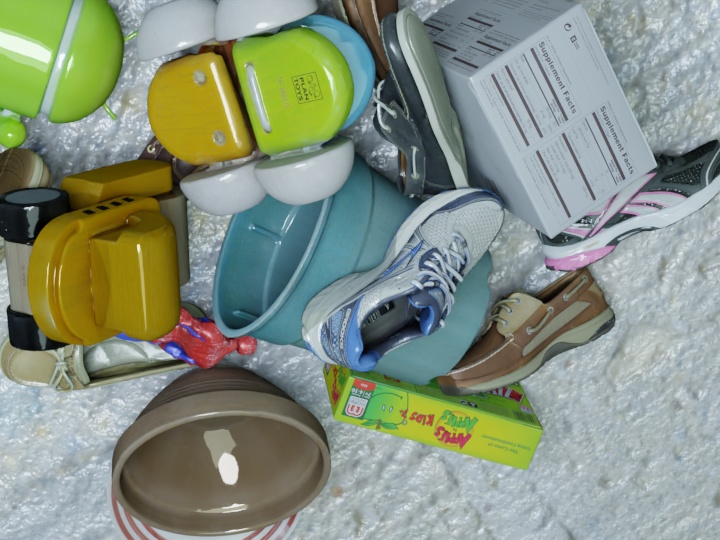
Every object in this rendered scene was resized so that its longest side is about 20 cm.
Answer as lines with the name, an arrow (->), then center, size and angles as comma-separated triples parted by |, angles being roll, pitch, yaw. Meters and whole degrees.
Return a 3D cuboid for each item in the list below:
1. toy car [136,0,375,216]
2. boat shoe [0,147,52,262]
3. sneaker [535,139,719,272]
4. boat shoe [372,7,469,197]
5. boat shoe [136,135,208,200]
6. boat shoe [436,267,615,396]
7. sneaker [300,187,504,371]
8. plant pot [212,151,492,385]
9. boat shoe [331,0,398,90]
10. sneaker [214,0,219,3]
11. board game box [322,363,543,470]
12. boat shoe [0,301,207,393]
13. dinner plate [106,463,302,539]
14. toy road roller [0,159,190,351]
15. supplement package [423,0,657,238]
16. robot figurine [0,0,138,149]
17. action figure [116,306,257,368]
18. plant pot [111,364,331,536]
toy car -> -0.073, -0.148, 1.132 | 0.198, 0.150, 0.177 | -6, 106, 38
boat shoe -> -0.305, -0.047, 1.197 | 0.062, 0.199, 0.074 | 28, 62, -27
sneaker -> 0.249, -0.078, 1.303 | 0.198, 0.080, 0.087 | -28, 103, -3
boat shoe -> 0.039, -0.125, 1.107 | 0.067, 0.073, 0.201 | -7, 146, 11
boat shoe -> -0.197, -0.065, 1.246 | 0.200, 0.070, 0.070 | -44, 92, 14
boat shoe -> 0.151, 0.055, 1.325 | 0.198, 0.075, 0.075 | -25, 98, -29
sneaker -> 0.050, 0.014, 1.122 | 0.200, 0.085, 0.077 | -42, 122, -11
plant pot -> 0.000, 0.000, 1.241 | 0.194, 0.201, 0.202 | 25, 107, -25
boat shoe -> 0.009, -0.254, 1.166 | 0.067, 0.072, 0.203 | -16, 98, 18
sneaker -> -0.136, -0.277, 1.164 | 0.199, 0.076, 0.115 | 35, 97, -25
board game box -> 0.068, 0.124, 1.340 | 0.197, 0.102, 0.048 | 17, 108, -14
boat shoe -> -0.237, 0.075, 1.297 | 0.198, 0.063, 0.074 | -5, 113, -7
dinner plate -> -0.152, 0.215, 1.388 | 0.197, 0.024, 0.203 | -3, 111, -6
toy road roller -> -0.184, -0.006, 1.108 | 0.144, 0.199, 0.125 | 10, 110, 32
supplement package -> 0.134, -0.143, 1.183 | 0.110, 0.200, 0.157 | -33, 113, -5
robot figurine -> -0.286, -0.193, 1.154 | 0.197, 0.116, 0.178 | 17, 101, -15
action figure -> -0.188, 0.047, 1.242 | 0.197, 0.052, 0.066 | 14, 139, -8
plant pot -> -0.129, 0.153, 1.287 | 0.198, 0.094, 0.202 | -5, 138, -5
